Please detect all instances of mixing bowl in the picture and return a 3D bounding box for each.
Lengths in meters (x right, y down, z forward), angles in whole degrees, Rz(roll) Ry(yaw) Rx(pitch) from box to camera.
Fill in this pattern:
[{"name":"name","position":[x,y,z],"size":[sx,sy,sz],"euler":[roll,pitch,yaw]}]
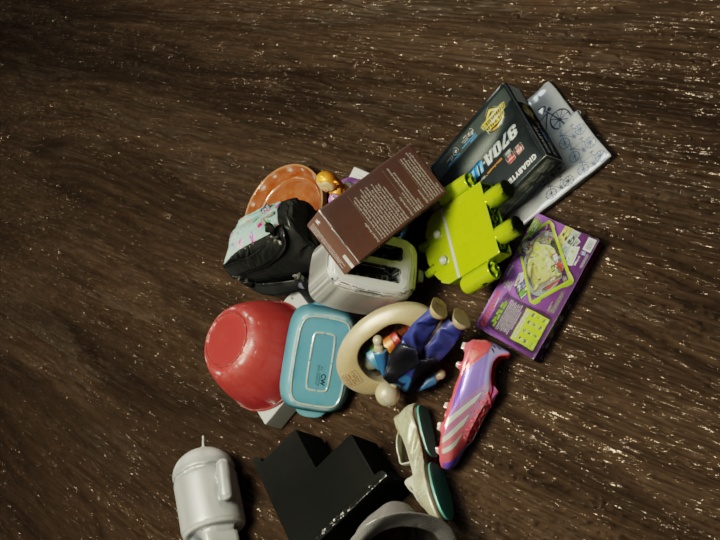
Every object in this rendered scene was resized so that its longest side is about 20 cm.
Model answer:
[{"name":"mixing bowl","position":[-0.198,0.133,1.525],"size":[0.198,0.108,0.203],"euler":[-16,61,32]}]

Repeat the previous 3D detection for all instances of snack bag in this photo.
[{"name":"snack bag","position":[0.279,-0.190,1.407],"size":[0.188,0.021,0.201],"euler":[-39,53,20]}]

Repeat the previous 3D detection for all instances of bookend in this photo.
[{"name":"bookend","position":[-0.047,0.325,1.408],"size":[0.199,0.092,0.201],"euler":[-46,50,12]}]

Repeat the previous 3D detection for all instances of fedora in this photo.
[{"name":"fedora","position":[0.046,0.409,1.275],"size":[0.090,0.174,0.203],"euler":[-120,38,-66]}]

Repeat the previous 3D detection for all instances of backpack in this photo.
[{"name":"backpack","position":[-0.146,-0.041,1.560],"size":[0.198,0.167,0.128],"euler":[-21,39,35]}]

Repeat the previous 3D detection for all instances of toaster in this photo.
[{"name":"toaster","position":[0.000,0.000,1.421],"size":[0.129,0.197,0.115],"euler":[137,142,-65]}]

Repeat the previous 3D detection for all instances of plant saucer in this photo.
[{"name":"plant saucer","position":[-0.143,-0.106,1.692],"size":[0.198,0.032,0.203],"euler":[-14,64,32]}]

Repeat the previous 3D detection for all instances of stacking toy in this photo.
[{"name":"stacking toy","position":[-0.008,-0.113,1.435],"size":[0.115,0.199,0.111],"euler":[9,78,36]}]

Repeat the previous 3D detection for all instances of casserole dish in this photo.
[{"name":"casserole dish","position":[-0.068,0.150,1.463],"size":[0.039,0.119,0.203],"euler":[-148,68,-81]}]

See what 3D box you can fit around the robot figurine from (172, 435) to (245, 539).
[{"name":"robot figurine","position":[-0.266,0.396,1.534],"size":[0.170,0.112,0.202],"euler":[-46,49,38]}]

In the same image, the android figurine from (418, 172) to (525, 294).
[{"name":"android figurine","position":[0.165,-0.055,1.369],"size":[0.199,0.041,0.184],"euler":[-31,61,42]}]

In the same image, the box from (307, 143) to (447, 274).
[{"name":"box","position":[0.027,-0.094,1.349],"size":[0.199,0.101,0.075],"euler":[-38,-1,-27]}]

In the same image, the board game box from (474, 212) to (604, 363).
[{"name":"board game box","position":[0.269,0.024,1.326],"size":[0.119,0.032,0.202],"euler":[30,91,37]}]

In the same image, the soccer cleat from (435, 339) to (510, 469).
[{"name":"soccer cleat","position":[0.167,0.203,1.314],"size":[0.076,0.067,0.203],"euler":[13,84,18]}]

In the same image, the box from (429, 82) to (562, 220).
[{"name":"box","position":[0.210,-0.170,1.399],"size":[0.200,0.046,0.160],"euler":[-47,51,36]}]

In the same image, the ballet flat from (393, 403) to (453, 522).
[{"name":"ballet flat","position":[0.092,0.299,1.332],"size":[0.062,0.067,0.202],"euler":[-30,47,23]}]

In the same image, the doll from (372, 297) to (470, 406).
[{"name":"doll","position":[0.080,0.131,1.342],"size":[0.201,0.135,0.049],"euler":[-57,18,29]}]

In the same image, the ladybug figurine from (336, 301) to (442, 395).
[{"name":"ladybug figurine","position":[0.046,0.120,1.408],"size":[0.199,0.136,0.072],"euler":[-34,16,18]}]

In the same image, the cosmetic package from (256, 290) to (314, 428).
[{"name":"cosmetic package","position":[-0.128,0.155,1.564],"size":[0.200,0.051,0.151],"euler":[-50,52,11]}]

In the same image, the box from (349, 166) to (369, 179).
[{"name":"box","position":[-0.001,-0.071,1.566],"size":[0.144,0.036,0.202],"euler":[27,91,41]}]
